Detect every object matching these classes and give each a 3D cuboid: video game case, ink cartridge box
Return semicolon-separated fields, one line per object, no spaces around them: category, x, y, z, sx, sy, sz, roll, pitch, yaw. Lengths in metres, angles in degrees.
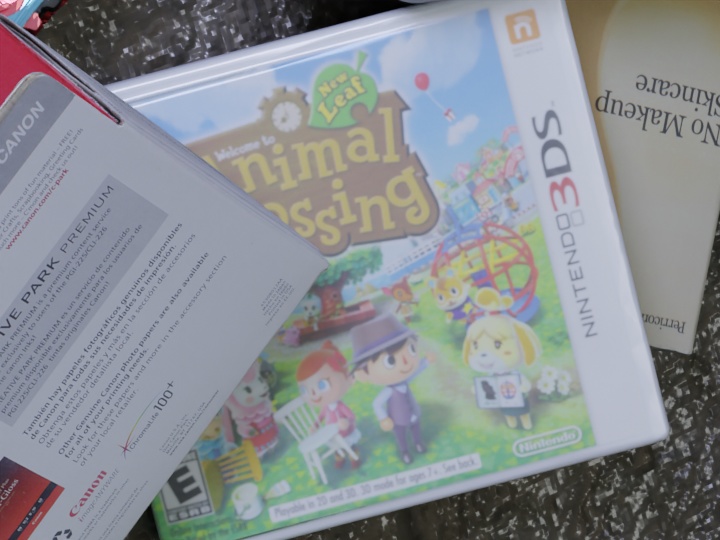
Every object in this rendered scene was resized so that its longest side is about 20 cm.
video game case;0.000;0.000;1.048;0.198;0.022;0.183;-14;95;1
ink cartridge box;-0.136;0.026;0.943;0.200;0.084;0.175;-53;142;1

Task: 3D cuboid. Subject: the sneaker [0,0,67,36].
sneaker;-0.175;-0.086;0.990;0.095;0.079;0.200;40;73;-6

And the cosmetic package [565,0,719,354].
cosmetic package;0.094;-0.074;1.112;0.104;0.071;0.202;9;91;-26

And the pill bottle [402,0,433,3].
pill bottle;0.051;-0.158;1.006;0.198;0.112;0.113;-11;101;3
